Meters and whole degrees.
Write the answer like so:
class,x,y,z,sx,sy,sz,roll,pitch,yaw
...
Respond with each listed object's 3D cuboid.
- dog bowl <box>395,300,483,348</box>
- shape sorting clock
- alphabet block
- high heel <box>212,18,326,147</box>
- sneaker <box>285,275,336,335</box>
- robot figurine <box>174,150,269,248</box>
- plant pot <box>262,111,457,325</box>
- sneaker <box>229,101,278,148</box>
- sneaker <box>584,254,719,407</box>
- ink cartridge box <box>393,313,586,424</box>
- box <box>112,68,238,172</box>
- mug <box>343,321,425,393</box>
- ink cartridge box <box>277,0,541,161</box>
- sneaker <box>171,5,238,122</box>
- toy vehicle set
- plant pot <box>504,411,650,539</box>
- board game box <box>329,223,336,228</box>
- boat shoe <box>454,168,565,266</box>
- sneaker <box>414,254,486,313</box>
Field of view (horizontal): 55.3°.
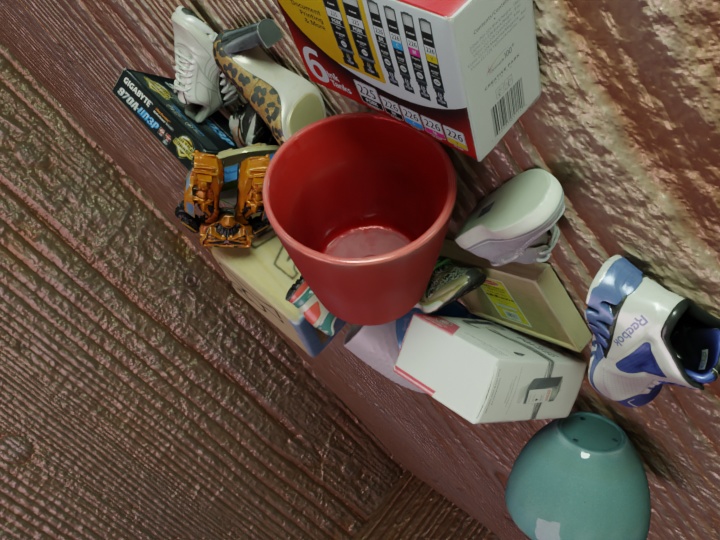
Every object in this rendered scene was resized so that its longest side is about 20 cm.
class,x,y,z,sx,sy,sz,roll,pitch,yaw
dog bowl,0.135,0.103,0.986,0.049,0.112,0.200,-15,141,44
shape sorting clock,-0.155,-0.140,1.003,0.200,0.198,0.040,136,123,-75
alphabet block,-0.098,-0.007,1.156,0.200,0.196,0.196,38,163,18
high heel,-0.114,-0.208,0.861,0.142,0.071,0.201,11,129,53
sneaker,0.000,0.000,0.902,0.094,0.200,0.070,49,167,-7
robot figurine,-0.183,-0.089,0.945,0.144,0.059,0.200,1,153,-13
plant pot,0.005,-0.043,0.758,0.200,0.200,0.178,36,158,25
sneaker,-0.159,-0.211,0.992,0.080,0.074,0.200,45,165,-1
sneaker,0.279,0.082,0.640,0.115,0.081,0.200,33,160,42
ink cartridge box,0.165,0.121,0.863,0.199,0.085,0.145,11,-168,-43
box,-0.268,-0.230,1.085,0.200,0.046,0.159,45,-158,15
mug,0.086,0.106,1.139,0.175,0.148,0.200,37,-164,-5
ink cartridge box,0.024,-0.202,0.512,0.200,0.084,0.176,34,162,34
sneaker,-0.230,-0.282,0.967,0.075,0.081,0.200,40,164,17
toy vehicle set,0.179,0.026,0.852,0.124,0.027,0.200,52,163,-30
plant pot,0.310,0.280,0.958,0.200,0.199,0.136,28,125,44
board game box,-0.049,-0.094,0.963,0.103,0.105,0.200,41,164,7
boat shoe,0.156,-0.042,0.666,0.071,0.070,0.201,34,170,-6
sneaker,0.081,0.000,0.868,0.089,0.077,0.200,64,157,-8
